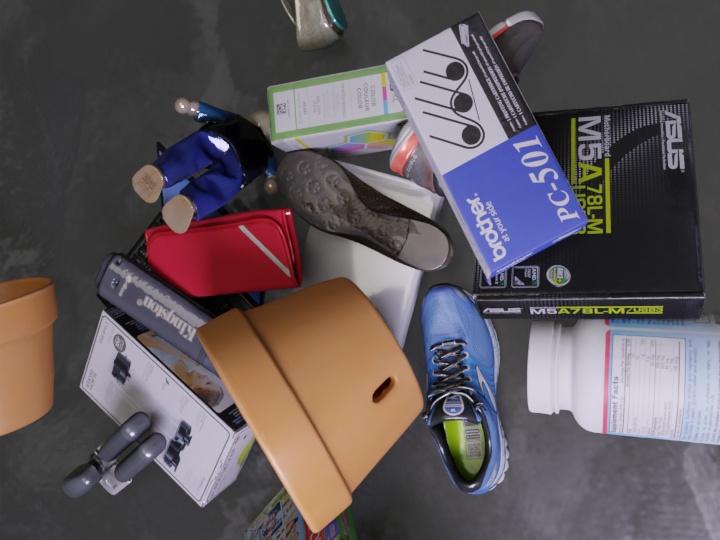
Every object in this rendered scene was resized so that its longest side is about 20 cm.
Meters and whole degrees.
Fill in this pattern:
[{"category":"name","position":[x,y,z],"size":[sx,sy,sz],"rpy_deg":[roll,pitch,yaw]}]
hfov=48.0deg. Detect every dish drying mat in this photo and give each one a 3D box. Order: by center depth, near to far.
[{"category":"dish drying mat","position":[-0.141,-0.014,0.802],"size":[0.196,0.018,0.079],"rpy_deg":[-5,102,35]}]

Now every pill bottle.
[{"category":"pill bottle","position":[0.249,0.090,0.709],"size":[0.195,0.108,0.112],"rpy_deg":[2,88,19]}]

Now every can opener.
[{"category":"can opener","position":[-0.260,0.206,0.855],"size":[0.053,0.066,0.199],"rpy_deg":[49,137,-1]}]

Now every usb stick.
[{"category":"usb stick","position":[-0.186,0.052,0.830],"size":[0.197,0.033,0.056],"rpy_deg":[33,109,8]}]

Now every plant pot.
[{"category":"plant pot","position":[-0.037,0.102,0.716],"size":[0.138,0.201,0.202],"rpy_deg":[-32,77,-12]},{"category":"plant pot","position":[-0.426,0.102,0.898],"size":[0.195,0.200,0.144],"rpy_deg":[-7,101,17]}]

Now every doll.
[{"category":"doll","position":[-0.140,-0.119,0.811],"size":[0.136,0.200,0.049],"rpy_deg":[44,130,0]}]

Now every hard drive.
[{"category":"hard drive","position":[0.000,0.000,0.839],"size":[0.129,0.027,0.205],"rpy_deg":[16,92,18]}]

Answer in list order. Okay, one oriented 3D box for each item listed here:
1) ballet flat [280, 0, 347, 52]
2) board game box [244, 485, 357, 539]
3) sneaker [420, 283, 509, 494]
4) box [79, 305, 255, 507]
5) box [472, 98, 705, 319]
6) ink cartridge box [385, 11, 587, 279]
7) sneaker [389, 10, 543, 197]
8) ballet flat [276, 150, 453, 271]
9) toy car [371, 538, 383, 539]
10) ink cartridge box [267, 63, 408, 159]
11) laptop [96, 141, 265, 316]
[{"category":"ballet flat","position":[-0.069,-0.332,0.862],"size":[0.061,0.067,0.205],"rpy_deg":[-18,81,26]},{"category":"board game box","position":[-0.059,0.271,0.764],"size":[0.029,0.201,0.135],"rpy_deg":[37,101,-19]},{"category":"sneaker","position":[0.097,0.112,0.768],"size":[0.077,0.089,0.206],"rpy_deg":[-14,83,15]},{"category":"box","position":[-0.202,0.136,0.861],"size":[0.199,0.060,0.118],"rpy_deg":[37,121,17]},{"category":"box","position":[0.202,-0.055,0.726],"size":[0.188,0.048,0.205],"rpy_deg":[-2,61,20]},{"category":"ink cartridge box","position":[0.105,-0.106,0.690],"size":[0.092,0.044,0.204],"rpy_deg":[-26,81,2]},{"category":"sneaker","position":[0.116,-0.148,0.755],"size":[0.082,0.077,0.201],"rpy_deg":[40,86,15]},{"category":"ballet flat","position":[0.005,-0.058,0.799],"size":[0.197,0.046,0.069],"rpy_deg":[27,101,13]},{"category":"toy car","position":[0.027,0.310,0.694],"size":[0.156,0.202,0.164],"rpy_deg":[35,53,16]},{"category":"ink cartridge box","position":[0.016,-0.158,0.802],"size":[0.195,0.104,0.061],"rpy_deg":[-7,85,17]},{"category":"laptop","position":[-0.197,0.007,0.863],"size":[0.177,0.103,0.201],"rpy_deg":[43,98,16]}]
